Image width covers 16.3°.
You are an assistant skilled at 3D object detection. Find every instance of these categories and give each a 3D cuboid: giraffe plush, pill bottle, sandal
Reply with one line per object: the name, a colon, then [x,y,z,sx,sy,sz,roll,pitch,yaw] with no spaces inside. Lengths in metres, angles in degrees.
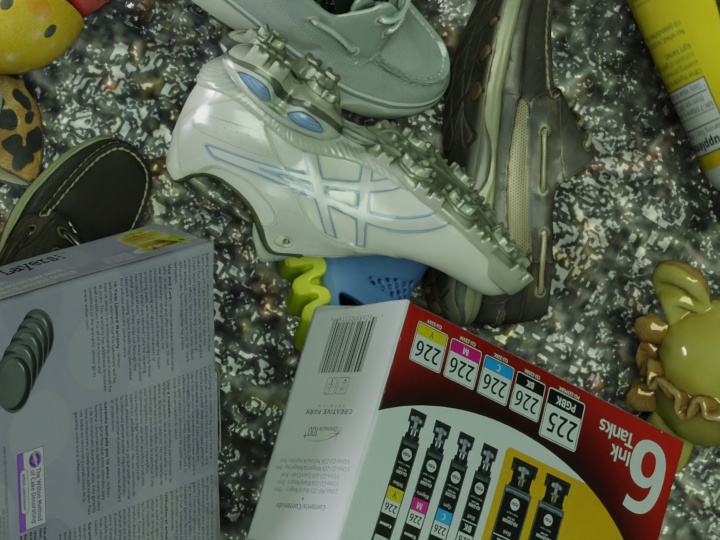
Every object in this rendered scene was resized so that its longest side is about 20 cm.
giraffe plush: [0.229,0.064,1.334,0.161,0.200,0.174,16,96,28]
pill bottle: [0.220,-0.112,1.353,0.114,0.114,0.201,-25,89,-7]
sandal: [0.000,0.000,1.341,0.086,0.079,0.201,-11,89,-11]

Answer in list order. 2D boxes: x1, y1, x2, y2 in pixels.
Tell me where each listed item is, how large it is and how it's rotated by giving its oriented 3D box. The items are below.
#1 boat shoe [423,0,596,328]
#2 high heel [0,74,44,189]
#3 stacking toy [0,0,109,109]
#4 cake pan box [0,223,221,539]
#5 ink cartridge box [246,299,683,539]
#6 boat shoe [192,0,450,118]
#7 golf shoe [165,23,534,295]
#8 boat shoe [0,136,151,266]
boat shoe: [0.085,-0.066,1.363,0.073,0.074,0.201,9,94,-15]
high heel: [-0.270,-0.067,1.317,0.199,0.071,0.143,-32,88,-13]
stacking toy: [-0.175,-0.150,1.291,0.145,0.146,0.201,22,81,-4]
cake pan box: [-0.149,0.092,1.252,0.184,0.052,0.201,-19,115,-43]
ink cartridge box: [0.050,0.134,1.278,0.199,0.084,0.177,26,72,-32]
boat shoe: [-0.012,-0.140,1.306,0.200,0.071,0.070,28,58,-39]
golf shoe: [-0.008,-0.035,1.289,0.200,0.078,0.097,36,104,-6]
boat shoe: [-0.160,0.014,1.302,0.073,0.065,0.201,43,63,-28]
